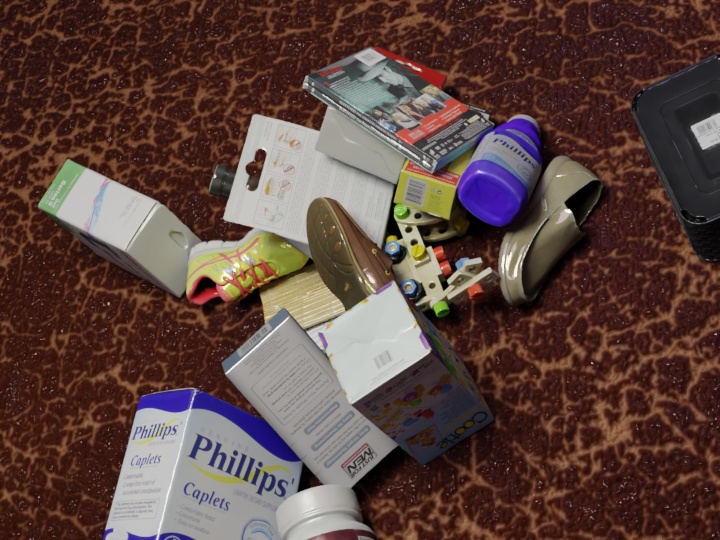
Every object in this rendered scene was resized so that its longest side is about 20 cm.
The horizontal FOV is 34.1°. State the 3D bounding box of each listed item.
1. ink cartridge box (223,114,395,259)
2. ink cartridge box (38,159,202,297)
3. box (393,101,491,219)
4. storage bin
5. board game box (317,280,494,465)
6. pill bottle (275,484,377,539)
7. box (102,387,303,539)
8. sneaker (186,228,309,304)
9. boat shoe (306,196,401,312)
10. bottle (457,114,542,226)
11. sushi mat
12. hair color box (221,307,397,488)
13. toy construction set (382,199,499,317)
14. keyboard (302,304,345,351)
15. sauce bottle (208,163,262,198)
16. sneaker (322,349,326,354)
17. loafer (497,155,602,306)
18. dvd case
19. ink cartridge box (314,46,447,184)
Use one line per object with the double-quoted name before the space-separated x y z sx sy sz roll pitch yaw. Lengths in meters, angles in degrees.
"ink cartridge box" -0.059 -0.095 1.473 0.198 0.050 0.164 14 64 -2
"ink cartridge box" -0.327 -0.059 1.630 0.199 0.145 0.088 22 75 34
"box" 0.104 -0.142 1.448 0.075 0.050 0.201 18 39 9
"storage bin" 0.405 -0.130 1.328 0.134 0.094 0.201 -24 56 13
"board game box" 0.053 0.118 1.301 0.104 0.200 0.103 -33 53 7
"pill bottle" -0.025 0.344 1.269 0.113 0.114 0.201 -26 54 11
"box" -0.175 0.261 1.338 0.104 0.183 0.202 -14 55 42
"sneaker" -0.150 0.003 1.542 0.198 0.078 0.091 -15 44 33
"boat shoe" 0.000 0.000 1.390 0.201 0.067 0.072 61 138 18
"bottle" 0.176 -0.128 1.409 0.065 0.083 0.200 -55 1 35
"sushi mat" -0.040 0.022 1.515 0.198 0.012 0.096 -22 48 14
"hair color box" -0.057 0.152 1.343 0.099 0.200 0.061 -41 12 -4
"toy construction set" 0.097 -0.019 1.424 0.130 0.093 0.201 -23 42 4
"keyboard" -0.037 0.074 1.491 0.199 0.011 0.057 -26 54 12
"sauce bottle" -0.096 -0.089 1.520 0.198 0.065 0.065 20 69 -5
"sneaker" -0.034 0.116 1.431 0.199 0.077 0.089 -25 34 16
"loafer" 0.225 -0.047 1.384 0.068 0.076 0.201 13 69 38
"dvd case" 0.048 -0.200 1.428 0.199 0.022 0.146 36 40 16
"ink cartridge box" 0.031 -0.203 1.498 0.115 0.068 0.200 23 37 4
